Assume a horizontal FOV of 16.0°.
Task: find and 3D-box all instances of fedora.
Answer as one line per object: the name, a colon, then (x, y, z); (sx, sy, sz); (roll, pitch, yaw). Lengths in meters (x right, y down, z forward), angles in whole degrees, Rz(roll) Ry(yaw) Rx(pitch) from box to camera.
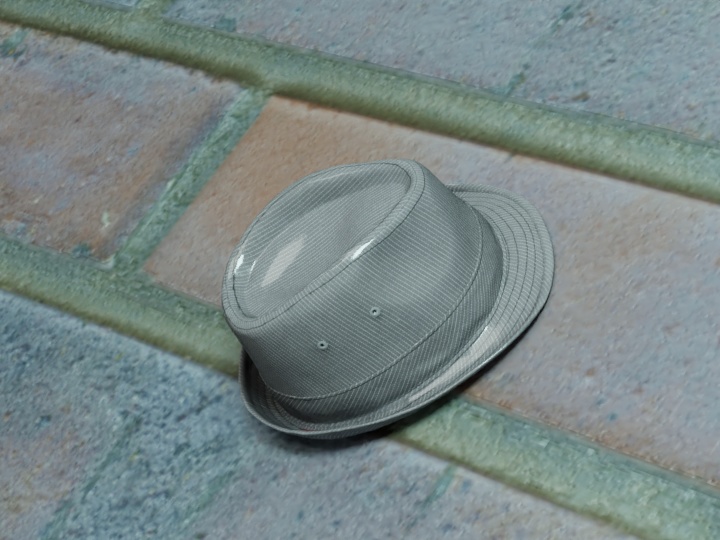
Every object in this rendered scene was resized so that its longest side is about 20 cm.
fedora: (0.000, 0.000, 1.437); (0.199, 0.090, 0.178); (-27, 39, 17)
